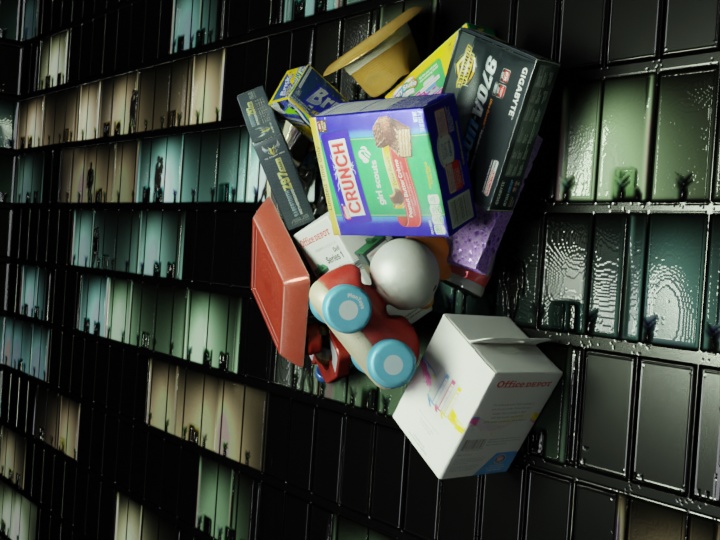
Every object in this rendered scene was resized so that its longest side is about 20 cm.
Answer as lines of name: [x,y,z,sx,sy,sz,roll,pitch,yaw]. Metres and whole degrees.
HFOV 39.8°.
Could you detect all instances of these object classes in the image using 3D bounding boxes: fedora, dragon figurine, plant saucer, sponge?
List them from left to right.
plant saucer: [-0.133,0.021,1.565,0.201,0.036,0.200,98,153,-42]
dragon figurine: [-0.059,-0.174,1.614,0.100,0.200,0.059,51,138,-10]
fedora: [0.035,-0.322,1.511,0.200,0.201,0.082,-23,106,50]
sponge: [0.164,-0.101,1.354,0.111,0.030,0.201,23,89,50]

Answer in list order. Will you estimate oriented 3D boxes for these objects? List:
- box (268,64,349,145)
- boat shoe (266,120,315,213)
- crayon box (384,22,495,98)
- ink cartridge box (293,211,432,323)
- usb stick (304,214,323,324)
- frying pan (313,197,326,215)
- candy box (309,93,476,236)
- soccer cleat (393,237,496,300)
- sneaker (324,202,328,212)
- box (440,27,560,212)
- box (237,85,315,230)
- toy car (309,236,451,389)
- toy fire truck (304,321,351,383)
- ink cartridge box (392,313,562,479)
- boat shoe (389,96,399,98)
box: [-0.043,-0.226,1.541,0.064,0.200,0.070,1,58,53]
boat shoe: [-0.112,-0.186,1.743,0.065,0.071,0.202,26,102,56]
crayon box: [0.124,-0.249,1.440,0.200,0.058,0.120,-35,60,46]
ink cartridge box: [0.000,0.000,1.480,0.201,0.084,0.146,60,154,-3]
usb stick: [-0.064,-0.006,1.582,0.033,0.055,0.201,75,-165,-54]
frying pan: [-0.013,-0.098,1.634,0.190,0.031,0.115,-44,59,28]
candy box: [0.040,-0.136,1.304,0.199,0.077,0.171,3,113,42]
soccer cleat: [0.119,-0.024,1.436,0.200,0.068,0.074,31,92,51]
sneaker: [0.032,-0.075,1.542,0.199,0.073,0.081,2,108,44]
box: [0.164,-0.198,1.298,0.159,0.046,0.202,40,121,47]
box: [-0.133,-0.179,1.551,0.200,0.051,0.159,-114,4,-56]
toy car: [0.052,0.036,1.322,0.177,0.200,0.184,51,174,-6]
toy fire truck: [-0.063,0.098,1.643,0.169,0.111,0.201,99,151,-49]
ink cartridge box: [0.157,0.154,1.308,0.125,0.128,0.201,49,124,43]
boat shoe: [0.042,-0.216,1.418,0.200,0.063,0.071,-153,70,-70]
